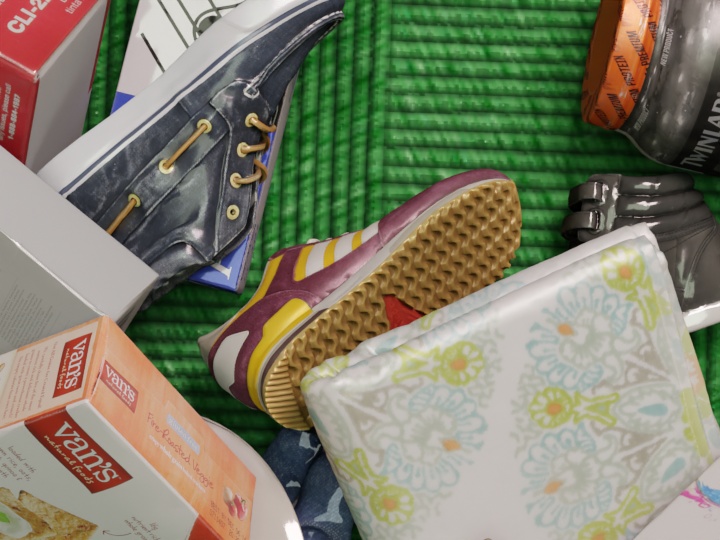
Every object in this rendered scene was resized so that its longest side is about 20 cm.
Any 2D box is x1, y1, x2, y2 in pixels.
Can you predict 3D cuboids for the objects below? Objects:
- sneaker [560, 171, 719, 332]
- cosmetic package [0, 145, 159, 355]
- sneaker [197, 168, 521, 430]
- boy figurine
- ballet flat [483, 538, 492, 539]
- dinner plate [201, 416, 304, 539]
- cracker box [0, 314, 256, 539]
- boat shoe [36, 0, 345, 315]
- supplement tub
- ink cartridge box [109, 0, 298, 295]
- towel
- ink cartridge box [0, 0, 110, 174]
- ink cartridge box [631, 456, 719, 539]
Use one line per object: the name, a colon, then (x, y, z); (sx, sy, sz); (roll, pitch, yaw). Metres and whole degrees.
sneaker: (0.113, 0.006, 0.809); (0.199, 0.071, 0.100); (-19, 85, -7)
cosmetic package: (-0.209, 0.028, 0.750); (0.150, 0.052, 0.200); (38, 128, 0)
sneaker: (0.000, 0.000, 0.803); (0.200, 0.090, 0.075); (-36, 129, -25)
boy figurine: (-0.051, 0.173, 0.788); (0.124, 0.064, 0.201); (26, 88, 35)
ballet flat: (0.074, 0.226, 0.733); (0.070, 0.071, 0.201); (-23, 115, -2)
dinner plate: (-0.118, 0.173, 0.769); (0.199, 0.024, 0.202); (-7, 74, 25)
cracker box: (-0.169, 0.112, 0.715); (0.199, 0.058, 0.134); (-21, 129, 21)
boat shoe: (-0.069, -0.067, 0.763); (0.200, 0.071, 0.091); (-39, 87, 6)
supplement tub: (0.227, -0.106, 0.787); (0.198, 0.123, 0.123); (12, 87, 0)
ink cartridge box: (-0.087, -0.095, 0.819); (0.093, 0.044, 0.202); (13, 87, 1)
towel: (0.088, 0.088, 0.750); (0.199, 0.048, 0.172); (-24, 109, -6)
ink cartridge box: (-0.244, -0.122, 0.760); (0.199, 0.145, 0.084); (28, 50, 0)
ink cartridge box: (0.209, 0.170, 0.738); (0.200, 0.086, 0.148); (-38, 128, -15)
